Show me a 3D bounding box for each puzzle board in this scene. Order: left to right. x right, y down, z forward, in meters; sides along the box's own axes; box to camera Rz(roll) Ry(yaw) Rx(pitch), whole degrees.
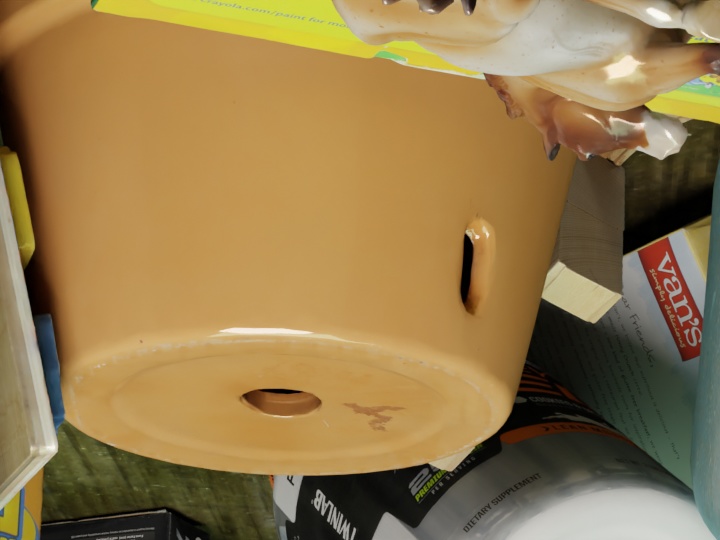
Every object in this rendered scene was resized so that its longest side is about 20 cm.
[{"bbox_3d":[-0.125,-0.001,0.865,0.017,0.151,0.200,-8,169,-18],"label":"puzzle board"}]

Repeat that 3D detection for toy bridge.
[{"bbox_3d":[0.070,-0.014,0.890,0.027,0.067,0.200,27,131,-19],"label":"toy bridge"}]

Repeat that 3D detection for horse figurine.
[{"bbox_3d":[0.046,-0.062,0.629,0.132,0.050,0.200,7,175,39],"label":"horse figurine"}]

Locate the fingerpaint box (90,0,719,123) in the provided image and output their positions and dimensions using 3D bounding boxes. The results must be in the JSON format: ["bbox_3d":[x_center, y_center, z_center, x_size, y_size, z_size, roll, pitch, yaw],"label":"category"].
[{"bbox_3d":[0.052,-0.112,0.691,0.199,0.074,0.167,8,159,-19],"label":"fingerpaint box"}]

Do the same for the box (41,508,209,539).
[{"bbox_3d":[-0.179,0.234,1.442,0.199,0.199,0.050,-9,157,25],"label":"box"}]

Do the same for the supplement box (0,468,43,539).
[{"bbox_3d":[-0.156,0.071,1.008,0.069,0.201,0.066,-15,154,38],"label":"supplement box"}]

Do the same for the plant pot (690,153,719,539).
[{"bbox_3d":[0.205,0.015,0.874,0.195,0.197,0.200,10,171,-21],"label":"plant pot"}]

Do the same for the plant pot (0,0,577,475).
[{"bbox_3d":[-0.022,-0.024,0.836,0.199,0.141,0.200,2,159,1],"label":"plant pot"}]

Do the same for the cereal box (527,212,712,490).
[{"bbox_3d":[0.108,0.069,1.066,0.039,0.144,0.200,-22,177,-34],"label":"cereal box"}]

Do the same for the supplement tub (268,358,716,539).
[{"bbox_3d":[0.043,0.096,1.001,0.122,0.123,0.200,12,-168,-27],"label":"supplement tub"}]
